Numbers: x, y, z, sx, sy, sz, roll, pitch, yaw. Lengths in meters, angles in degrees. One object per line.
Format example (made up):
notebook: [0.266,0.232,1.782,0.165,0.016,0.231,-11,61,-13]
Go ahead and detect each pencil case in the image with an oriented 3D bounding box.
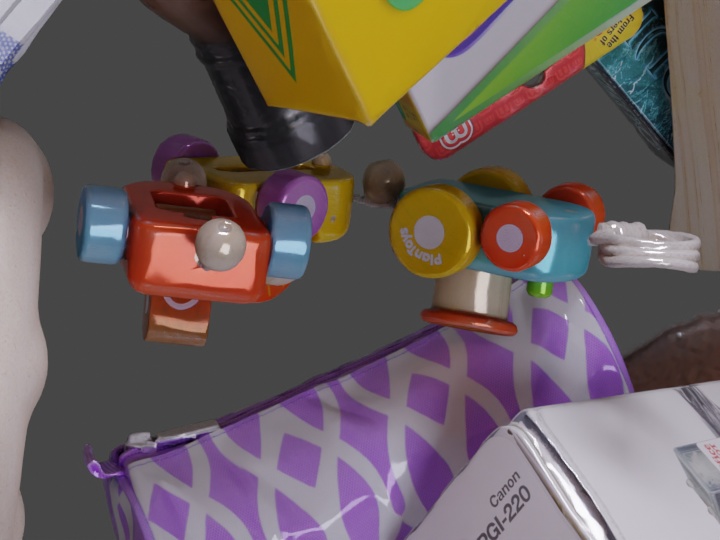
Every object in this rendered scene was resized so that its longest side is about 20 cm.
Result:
pencil case: [0.001,0.063,0.855,0.199,0.084,0.086,-24,97,-17]

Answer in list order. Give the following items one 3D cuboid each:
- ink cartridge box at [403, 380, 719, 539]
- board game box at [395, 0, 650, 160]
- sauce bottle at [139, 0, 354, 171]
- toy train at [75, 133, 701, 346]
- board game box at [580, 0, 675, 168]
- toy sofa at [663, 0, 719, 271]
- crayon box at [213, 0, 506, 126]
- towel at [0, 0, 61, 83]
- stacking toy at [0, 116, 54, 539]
ink cartridge box: [0.104,0.114,0.863,0.199,0.085,0.146,-3,140,-43]
board game box: [0.026,-0.134,0.779,0.095,0.030,0.201,-33,123,-8]
sauce bottle: [-0.053,-0.123,0.722,0.064,0.065,0.201,-31,117,-11]
toy train: [0.000,0.000,0.772,0.198,0.150,0.056,4,103,-18]
board game box: [0.102,-0.146,0.841,0.135,0.028,0.200,-44,123,0]
toy sofa: [0.163,-0.086,0.840,0.083,0.097,0.201,-38,131,-37]
crayon box: [0.019,-0.172,0.694,0.200,0.058,0.173,-43,125,-24]
towel: [-0.107,-0.170,0.731,0.147,0.024,0.200,39,89,-31]
stacking toy: [-0.195,0.018,0.724,0.198,0.146,0.147,6,110,-11]
